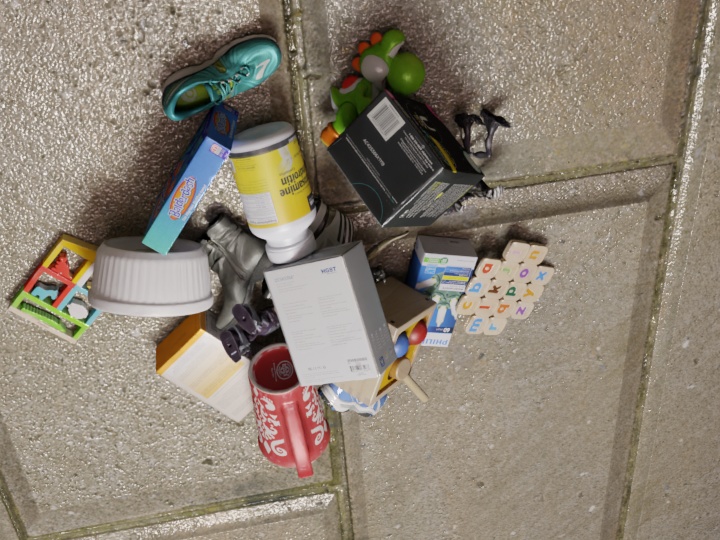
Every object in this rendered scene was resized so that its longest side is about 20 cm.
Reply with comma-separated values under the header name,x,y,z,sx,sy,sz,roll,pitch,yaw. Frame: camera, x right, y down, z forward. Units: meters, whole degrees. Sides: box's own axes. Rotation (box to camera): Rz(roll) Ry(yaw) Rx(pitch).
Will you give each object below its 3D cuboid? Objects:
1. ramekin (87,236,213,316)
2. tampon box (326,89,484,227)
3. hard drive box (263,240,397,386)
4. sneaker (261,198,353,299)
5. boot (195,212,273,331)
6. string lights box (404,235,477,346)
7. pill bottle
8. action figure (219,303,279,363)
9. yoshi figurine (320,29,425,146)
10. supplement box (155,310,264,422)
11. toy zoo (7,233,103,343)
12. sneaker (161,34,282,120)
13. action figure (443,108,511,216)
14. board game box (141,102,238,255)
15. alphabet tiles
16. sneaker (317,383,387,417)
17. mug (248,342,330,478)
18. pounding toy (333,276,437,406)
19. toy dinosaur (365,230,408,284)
name,x,y,z,sx,sy,sz,roll,pitch,yaw
ramekin,-0.330,0.004,1.451,0.199,0.202,0.096,2,100,-13
tampon box,0.072,-0.162,1.373,0.126,0.151,0.199,-41,167,21
hard drive box,-0.047,0.071,1.456,0.154,0.077,0.203,-10,104,30
sneaker,-0.080,-0.015,1.560,0.114,0.076,0.201,26,113,-25
boot,-0.234,0.000,1.558,0.129,0.068,0.201,27,116,-13
string lights box,0.131,0.039,1.653,0.101,0.059,0.202,4,124,-16
pill bottle,-0.132,-0.120,1.428,0.110,0.112,0.203,-15,112,-1
action figure,-0.173,0.097,1.552,0.069,0.200,0.130,46,102,9
yoshi figurine,0.029,-0.262,1.399,0.111,0.113,0.201,16,118,-31
supplement box,-0.253,0.169,1.651,0.126,0.074,0.199,-41,123,16
toy zoo,-0.478,0.023,1.534,0.130,0.021,0.200,32,112,-29
sneaker,-0.202,-0.275,1.350,0.198,0.080,0.078,-28,123,6
action figure,0.171,-0.158,1.502,0.117,0.102,0.202,1,123,-27
board game box,-0.255,-0.142,1.385,0.045,0.153,0.201,28,114,-18
alphabet tiles,0.263,0.033,1.674,0.193,0.015,0.202,5,122,-38
sneaker,0.004,0.220,1.703,0.077,0.076,0.199,-48,155,15
mug,-0.113,0.241,1.586,0.133,0.177,0.202,-36,143,-27
pounding toy,0.051,0.143,1.585,0.141,0.183,0.203,29,117,21
toy dinosaur,0.000,0.000,1.529,0.198,0.088,0.048,-33,117,9
